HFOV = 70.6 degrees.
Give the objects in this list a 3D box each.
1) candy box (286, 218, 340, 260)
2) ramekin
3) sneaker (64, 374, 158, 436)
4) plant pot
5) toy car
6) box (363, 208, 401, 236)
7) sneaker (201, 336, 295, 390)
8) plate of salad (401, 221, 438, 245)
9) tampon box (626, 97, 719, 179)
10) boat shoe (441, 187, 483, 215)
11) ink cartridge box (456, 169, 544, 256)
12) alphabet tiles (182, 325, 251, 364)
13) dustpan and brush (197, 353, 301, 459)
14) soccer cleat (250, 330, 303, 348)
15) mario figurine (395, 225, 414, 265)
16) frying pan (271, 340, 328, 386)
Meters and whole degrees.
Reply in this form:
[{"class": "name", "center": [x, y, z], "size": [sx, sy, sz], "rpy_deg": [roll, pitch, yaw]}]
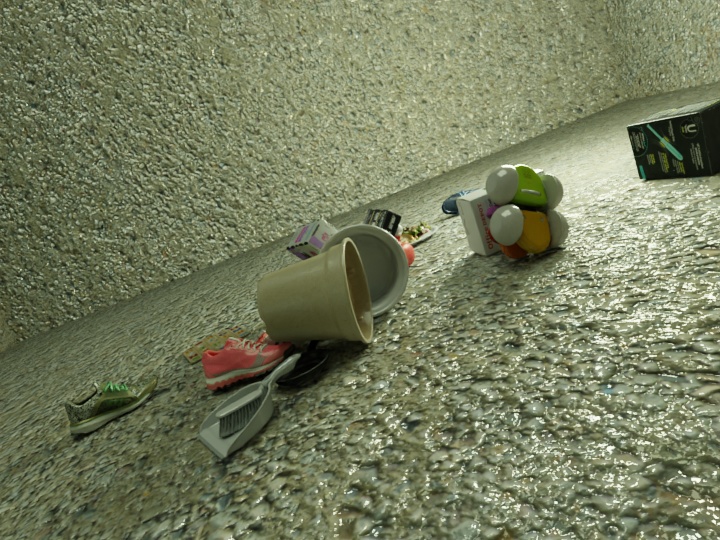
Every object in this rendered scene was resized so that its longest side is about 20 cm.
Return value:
[{"class": "candy box", "center": [-0.081, -0.048, 1.296], "size": [0.072, 0.167, 0.200], "rpy_deg": [-61, 19, -14]}, {"class": "ramekin", "center": [0.000, 0.000, 1.118], "size": [0.199, 0.202, 0.098], "rpy_deg": [-22, 6, -3]}, {"class": "sneaker", "center": [-0.538, 0.270, 1.098], "size": [0.199, 0.089, 0.077], "rpy_deg": [-30, 16, -34]}, {"class": "plant pot", "center": [-0.088, 0.056, 0.968], "size": [0.182, 0.202, 0.201], "rpy_deg": [-13, 15, 11]}, {"class": "toy car", "center": [0.338, -0.123, 1.100], "size": [0.174, 0.201, 0.150], "rpy_deg": [4, -17, -22]}, {"class": "box", "center": [0.030, -0.063, 1.353], "size": [0.049, 0.201, 0.161], "rpy_deg": [19, 1, -20]}, {"class": "sneaker", "center": [-0.227, 0.167, 0.997], "size": [0.199, 0.087, 0.074], "rpy_deg": [-21, 2, 10]}, {"class": "plate of salad", "center": [0.154, -0.116, 1.649], "size": [0.199, 0.048, 0.200], "rpy_deg": [-21, 13, 5]}, {"class": "tampon box", "center": [0.790, -0.317, 1.237], "size": [0.126, 0.151, 0.200], "rpy_deg": [-25, 14, -15]}, {"class": "boat shoe", "center": [0.377, -0.253, 1.765], "size": [0.199, 0.085, 0.069], "rpy_deg": [-24, 2, -2]}, {"class": "ink cartridge box", "center": [0.350, -0.139, 1.222], "size": [0.199, 0.147, 0.084], "rpy_deg": [-23, 15, -6]}, {"class": "alphabet tiles", "center": [-0.381, 0.192, 1.343], "size": [0.166, 0.006, 0.200], "rpy_deg": [-28, 15, -24]}, {"class": "dustpan and brush", "center": [-0.171, 0.208, 0.834], "size": [0.199, 0.058, 0.139], "rpy_deg": [-29, 15, -31]}, {"class": "soccer cleat", "center": [-0.167, 0.147, 1.068], "size": [0.200, 0.085, 0.069], "rpy_deg": [-45, -1, -5]}, {"class": "mario figurine", "center": [0.071, -0.063, 1.403], "size": [0.106, 0.124, 0.200], "rpy_deg": [-27, 19, -11]}, {"class": "frying pan", "center": [-0.114, 0.171, 0.959], "size": [0.114, 0.031, 0.190], "rpy_deg": [-23, 10, -5]}]
